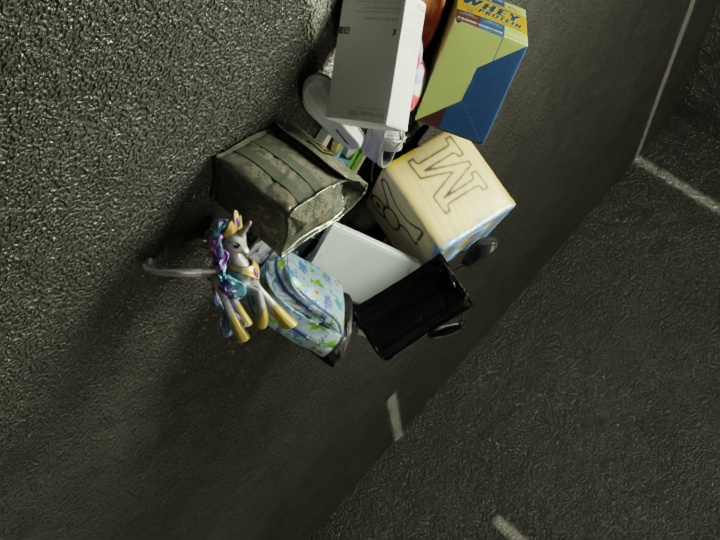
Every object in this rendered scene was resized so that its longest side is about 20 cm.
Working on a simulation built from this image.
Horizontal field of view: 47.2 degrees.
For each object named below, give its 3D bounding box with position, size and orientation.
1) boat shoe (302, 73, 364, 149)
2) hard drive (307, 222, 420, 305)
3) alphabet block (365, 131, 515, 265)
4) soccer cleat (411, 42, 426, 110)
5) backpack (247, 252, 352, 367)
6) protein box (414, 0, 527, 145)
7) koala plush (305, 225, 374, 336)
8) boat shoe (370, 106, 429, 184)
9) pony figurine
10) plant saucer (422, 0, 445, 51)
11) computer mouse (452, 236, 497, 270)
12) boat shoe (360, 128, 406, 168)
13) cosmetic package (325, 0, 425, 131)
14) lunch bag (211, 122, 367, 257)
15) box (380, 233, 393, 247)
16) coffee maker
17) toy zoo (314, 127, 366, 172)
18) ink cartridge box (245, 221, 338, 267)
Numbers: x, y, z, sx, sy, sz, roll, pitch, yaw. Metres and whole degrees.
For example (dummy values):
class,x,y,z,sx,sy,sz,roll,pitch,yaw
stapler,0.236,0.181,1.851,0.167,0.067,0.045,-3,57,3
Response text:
class,x,y,z,sx,sy,sz,roll,pitch,yaw
boat shoe,-0.041,-0.277,1.363,0.200,0.072,0.071,52,52,-64
hard drive,0.000,0.000,1.580,0.199,0.026,0.132,23,109,-22
alphabet block,0.154,-0.133,1.655,0.196,0.201,0.195,-30,171,-21
soccer cleat,0.082,-0.352,1.402,0.077,0.066,0.200,-60,164,-24
backpack,-0.107,0.057,1.481,0.154,0.199,0.164,-56,-159,36
protein box,0.201,-0.374,1.494,0.201,0.134,0.200,-76,-174,-55
koala plush,-0.015,0.030,1.695,0.183,0.200,0.178,-9,133,-61
boat shoe,0.080,-0.243,1.653,0.074,0.063,0.202,-30,156,-50
pony figurine,-0.203,0.006,1.249,0.166,0.192,0.201,-41,118,-43
plant saucer,0.069,-0.418,1.396,0.200,0.037,0.201,-42,156,-24
computer mouse,0.208,-0.020,1.722,0.200,0.034,0.059,-36,-171,38
boat shoe,0.049,-0.239,1.459,0.072,0.069,0.200,-41,174,-24
cosmetic package,0.024,-0.320,1.260,0.081,0.112,0.202,4,95,-64
lunch bag,-0.104,-0.142,1.289,0.200,0.164,0.118,-37,157,-37
box,0.065,-0.014,1.884,0.201,0.043,0.161,-63,164,-46
coffee maker,0.091,0.061,1.518,0.199,0.135,0.192,-33,148,5
toy zoo,-0.052,-0.203,1.502,0.132,0.020,0.200,-59,158,16
ink cartridge box,-0.116,-0.086,1.489,0.200,0.043,0.198,-49,160,10
